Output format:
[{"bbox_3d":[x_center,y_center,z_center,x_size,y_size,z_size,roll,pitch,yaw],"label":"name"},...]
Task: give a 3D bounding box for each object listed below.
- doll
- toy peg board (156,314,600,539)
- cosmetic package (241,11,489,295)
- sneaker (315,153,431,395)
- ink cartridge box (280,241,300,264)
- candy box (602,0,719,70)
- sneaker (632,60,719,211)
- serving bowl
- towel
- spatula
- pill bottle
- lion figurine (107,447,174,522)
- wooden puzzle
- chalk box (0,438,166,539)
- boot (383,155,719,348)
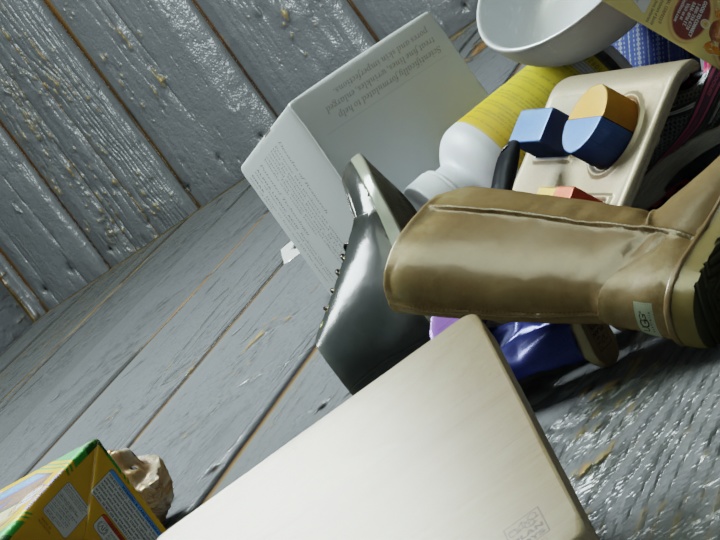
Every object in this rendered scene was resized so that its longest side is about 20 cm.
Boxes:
[{"bbox_3d":[0.073,0.063,1.050,0.199,0.049,0.136,-28,12,40],"label":"doll"},{"bbox_3d":[0.018,0.151,0.772,0.199,0.098,0.199,-36,25,7],"label":"toy peg board"},{"bbox_3d":[0.020,-0.094,1.532,0.164,0.166,0.200,-36,-1,-21],"label":"cosmetic package"},{"bbox_3d":[0.000,0.000,1.318,0.106,0.075,0.201,-37,43,15],"label":"sneaker"},{"bbox_3d":[0.019,-0.048,1.716,0.199,0.068,0.115,-36,9,1],"label":"ink cartridge box"},{"bbox_3d":[0.254,-0.191,1.163,0.115,0.199,0.056,-45,-16,-43],"label":"candy box"},{"bbox_3d":[0.209,-0.094,1.232,0.199,0.075,0.081,-32,11,31],"label":"sneaker"},{"bbox_3d":[0.186,-0.238,1.354,0.200,0.066,0.201,-37,33,29],"label":"serving bowl"},{"bbox_3d":[0.240,-0.187,1.431,0.024,0.146,0.200,-5,4,-12],"label":"towel"},{"bbox_3d":[0.082,-0.026,1.162,0.056,0.020,0.201,-42,15,41],"label":"spatula"},{"bbox_3d":[0.135,-0.095,1.390,0.200,0.112,0.112,-39,10,-14],"label":"pill bottle"},{"bbox_3d":[-0.220,0.214,1.372,0.200,0.072,0.123,-49,17,13],"label":"lion figurine"},{"bbox_3d":[0.137,-0.062,1.196,0.201,0.046,0.185,-63,18,-7],"label":"wooden puzzle"},{"bbox_3d":[-0.231,0.223,1.153,0.199,0.125,0.124,-27,13,39],"label":"chalk box"},{"bbox_3d":[0.135,-0.030,0.980,0.199,0.067,0.175,7,38,38],"label":"boot"}]
